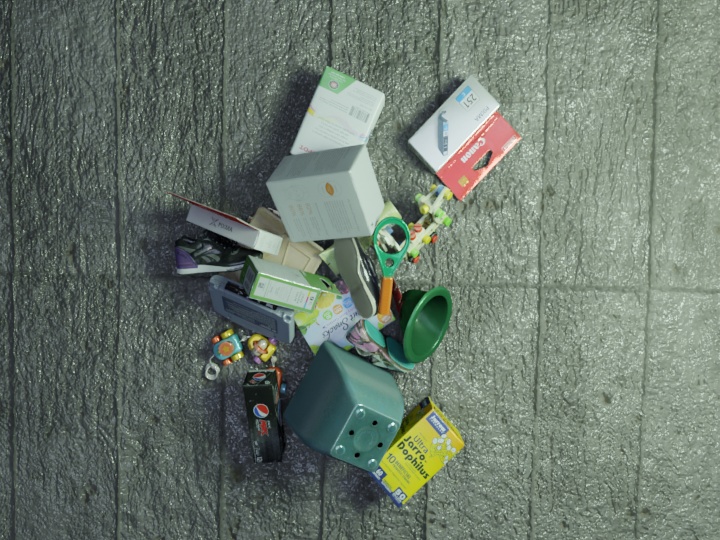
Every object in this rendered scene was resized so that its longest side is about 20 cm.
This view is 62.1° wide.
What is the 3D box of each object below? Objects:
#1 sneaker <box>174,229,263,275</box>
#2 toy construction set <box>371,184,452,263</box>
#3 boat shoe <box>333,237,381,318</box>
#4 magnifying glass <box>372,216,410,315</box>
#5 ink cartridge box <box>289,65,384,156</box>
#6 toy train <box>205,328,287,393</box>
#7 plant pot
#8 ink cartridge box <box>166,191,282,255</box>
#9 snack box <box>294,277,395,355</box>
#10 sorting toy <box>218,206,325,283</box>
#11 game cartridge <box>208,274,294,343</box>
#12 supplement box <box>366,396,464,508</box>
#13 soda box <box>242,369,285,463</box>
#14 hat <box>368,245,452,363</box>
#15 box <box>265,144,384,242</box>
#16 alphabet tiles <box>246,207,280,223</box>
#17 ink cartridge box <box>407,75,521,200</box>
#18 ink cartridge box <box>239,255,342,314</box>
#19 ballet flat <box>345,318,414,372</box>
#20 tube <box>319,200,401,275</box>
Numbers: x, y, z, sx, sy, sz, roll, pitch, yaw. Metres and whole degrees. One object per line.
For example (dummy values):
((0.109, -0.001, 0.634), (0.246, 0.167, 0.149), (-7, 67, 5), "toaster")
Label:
((-0.310, -0.044, 1.290), (0.194, 0.076, 0.090), (-5, 103, 5), "sneaker")
((0.116, -0.092, 1.288), (0.197, 0.132, 0.093), (-33, 63, -4), "toy construction set")
((0.000, 0.000, 1.296), (0.072, 0.062, 0.205), (-23, 85, 44), "boat shoe")
((0.058, -0.009, 1.242), (0.077, 0.022, 0.206), (4, 100, -7), "magnifying glass")
((-0.049, -0.311, 1.307), (0.142, 0.088, 0.204), (24, 92, 0), "ink cartridge box")
((-0.257, 0.214, 1.352), (0.194, 0.056, 0.155), (13, 93, 0), "toy train")
((-0.020, 0.302, 1.249), (0.193, 0.200, 0.200), (29, 93, -23), "plant pot")
((-0.286, -0.096, 1.246), (0.196, 0.175, 0.046), (21, 90, 25), "ink cartridge box")
((-0.038, 0.099, 1.342), (0.197, 0.053, 0.144), (-32, 93, 1), "snack box")
((-0.200, -0.011, 1.347), (0.183, 0.036, 0.203), (33, 97, 0), "sorting toy")
((-0.234, 0.088, 1.309), (0.196, 0.134, 0.042), (23, 62, 7), "game cartridge")
((0.119, 0.398, 1.325), (0.200, 0.110, 0.109), (-44, 91, 2), "supplement box")
((-0.210, 0.323, 1.323), (0.069, 0.064, 0.205), (-3, 112, 2), "soda box")
((0.094, 0.078, 1.344), (0.174, 0.164, 0.205), (25, 100, 37), "hat")
((-0.070, -0.157, 1.242), (0.195, 0.107, 0.155), (-3, 128, 24), "box")
((-0.200, -0.030, 1.364), (0.163, 0.006, 0.205), (20, 93, 1), "alphabet tiles")
((0.231, -0.289, 1.315), (0.200, 0.045, 0.176), (-45, 90, 3), "ink cartridge box")
((-0.147, 0.036, 1.262), (0.196, 0.104, 0.061), (16, 103, -28), "ink cartridge box")
((0.039, 0.173, 1.315), (0.070, 0.070, 0.199), (-30, 132, 25), "ballet flat")
((0.002, -0.075, 1.334), (0.199, 0.052, 0.058), (-40, 89, 3), "tube")
